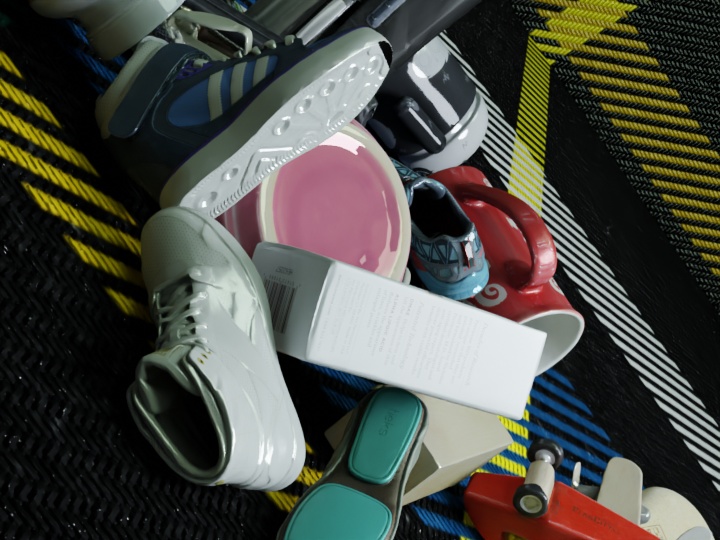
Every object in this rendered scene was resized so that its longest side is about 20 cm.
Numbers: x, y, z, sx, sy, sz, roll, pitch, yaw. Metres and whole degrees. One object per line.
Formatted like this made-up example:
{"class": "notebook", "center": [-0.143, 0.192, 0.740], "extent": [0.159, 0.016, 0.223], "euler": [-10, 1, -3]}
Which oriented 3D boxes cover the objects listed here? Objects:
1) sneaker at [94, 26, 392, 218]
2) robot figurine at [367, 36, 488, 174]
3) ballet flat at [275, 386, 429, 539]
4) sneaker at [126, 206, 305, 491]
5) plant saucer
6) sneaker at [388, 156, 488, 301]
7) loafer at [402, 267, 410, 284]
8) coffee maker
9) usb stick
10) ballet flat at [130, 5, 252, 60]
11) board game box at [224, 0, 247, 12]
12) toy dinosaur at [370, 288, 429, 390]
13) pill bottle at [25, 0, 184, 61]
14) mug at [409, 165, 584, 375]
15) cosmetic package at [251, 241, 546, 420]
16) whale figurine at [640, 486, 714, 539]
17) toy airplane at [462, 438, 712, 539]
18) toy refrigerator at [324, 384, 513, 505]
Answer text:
{"class": "sneaker", "center": [-0.094, -0.138, 1.006], "extent": [0.147, 0.200, 0.081], "euler": [50, -4, 25]}
{"class": "robot figurine", "center": [0.056, -0.200, 1.613], "extent": [0.200, 0.125, 0.151], "euler": [48, 55, -25]}
{"class": "ballet flat", "center": [-0.004, 0.159, 0.956], "extent": [0.067, 0.064, 0.200], "euler": [23, 41, 9]}
{"class": "sneaker", "center": [-0.104, 0.041, 0.886], "extent": [0.201, 0.074, 0.116], "euler": [65, 17, 17]}
{"class": "plant saucer", "center": [-0.032, -0.037, 1.075], "extent": [0.200, 0.051, 0.202], "euler": [9, 76, -41]}
{"class": "sneaker", "center": [0.056, -0.065, 1.358], "extent": [0.200, 0.079, 0.096], "euler": [46, -23, 35]}
{"class": "loafer", "center": [0.000, 0.000, 1.248], "extent": [0.063, 0.072, 0.200], "euler": [36, 17, -11]}
{"class": "coffee maker", "center": [0.008, -0.211, 1.276], "extent": [0.192, 0.200, 0.135], "euler": [47, 5, -36]}
{"class": "usb stick", "center": [-0.078, -0.173, 1.178], "extent": [0.200, 0.056, 0.033], "euler": [31, 49, 1]}
{"class": "ballet flat", "center": [-0.087, -0.152, 1.131], "extent": [0.200, 0.072, 0.072], "euler": [30, 20, 0]}
{"class": "board game box", "center": [-0.092, -0.172, 1.341], "extent": [0.105, 0.023, 0.201], "euler": [32, 31, -55]}
{"class": "toy dinosaur", "center": [0.069, 0.075, 1.280], "extent": [0.200, 0.088, 0.048], "euler": [-63, 158, -66]}
{"class": "pill bottle", "center": [-0.215, -0.251, 1.012], "extent": [0.200, 0.112, 0.112], "euler": [51, 19, -19]}
{"class": "mug", "center": [0.134, -0.010, 1.433], "extent": [0.133, 0.178, 0.200], "euler": [11, 43, -46]}
{"class": "cosmetic package", "center": [0.023, 0.043, 1.010], "extent": [0.199, 0.074, 0.102], "euler": [17, 0, -36]}
{"class": "whale figurine", "center": [0.270, 0.292, 1.438], "extent": [0.199, 0.104, 0.160], "euler": [1, 56, -40]}
{"class": "toy airplane", "center": [0.199, 0.248, 1.218], "extent": [0.199, 0.141, 0.199], "euler": [-3, 46, -33]}
{"class": "toy refrigerator", "center": [0.049, 0.135, 1.138], "extent": [0.076, 0.070, 0.200], "euler": [55, 16, 13]}
